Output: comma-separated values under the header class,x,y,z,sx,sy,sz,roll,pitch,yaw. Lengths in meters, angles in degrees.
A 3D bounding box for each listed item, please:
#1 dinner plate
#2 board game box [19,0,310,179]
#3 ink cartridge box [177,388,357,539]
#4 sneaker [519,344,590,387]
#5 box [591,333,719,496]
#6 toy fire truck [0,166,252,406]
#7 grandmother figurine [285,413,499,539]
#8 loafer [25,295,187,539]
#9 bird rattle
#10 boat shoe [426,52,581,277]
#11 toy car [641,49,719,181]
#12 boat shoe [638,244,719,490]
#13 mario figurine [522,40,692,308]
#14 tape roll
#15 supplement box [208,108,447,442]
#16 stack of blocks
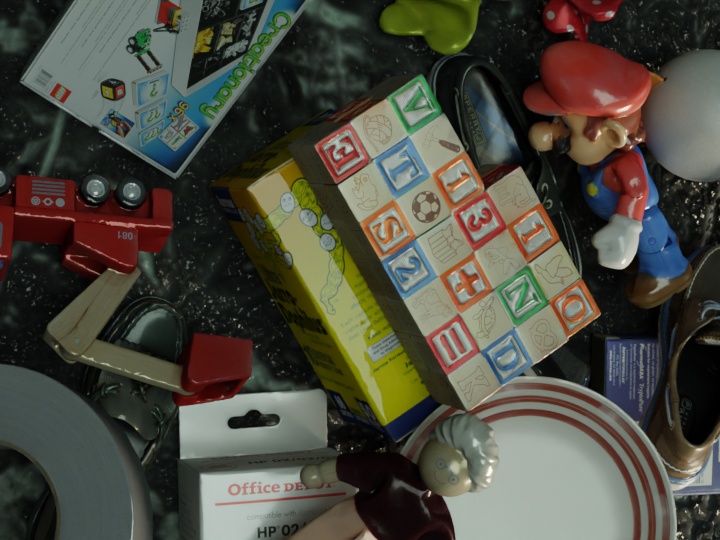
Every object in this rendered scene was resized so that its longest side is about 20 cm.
class,x,y,z,sx,sy,sz,roll,pitch,yaw
dinner plate,0.112,0.171,1.260,0.198,0.024,0.202,0,92,1
board game box,-0.118,-0.169,1.225,0.126,0.035,0.200,32,117,-18
ink cartridge box,-0.064,0.188,1.300,0.114,0.068,0.202,-3,94,-18
sneaker,0.145,0.128,1.368,0.112,0.073,0.201,-53,129,-36
box,0.269,0.108,1.427,0.198,0.032,0.122,0,93,-17
toy fire truck,-0.173,0.011,1.233,0.198,0.049,0.142,5,67,-18
grandmother figurine,0.013,0.167,1.220,0.200,0.061,0.121,-43,105,14
loafer,-0.162,0.115,1.265,0.071,0.063,0.202,24,86,-18
bird rattle,0.106,-0.239,1.321,0.198,0.113,0.165,-13,81,-21
boat shoe,0.107,-0.063,1.349,0.068,0.057,0.201,-31,102,-15
toy car,0.276,-0.097,1.375,0.198,0.177,0.186,13,62,14
boat shoe,0.255,0.061,1.357,0.072,0.072,0.201,21,62,-7
mario figurine,0.163,-0.070,1.336,0.106,0.123,0.201,-39,120,-24
tape roll,-0.235,0.162,1.200,0.198,0.066,0.202,-1,80,6
supplement box,0.000,0.000,1.290,0.109,0.109,0.201,-33,102,-14
stack of blocks,0.055,-0.026,1.218,0.115,0.059,0.201,-34,103,-15
